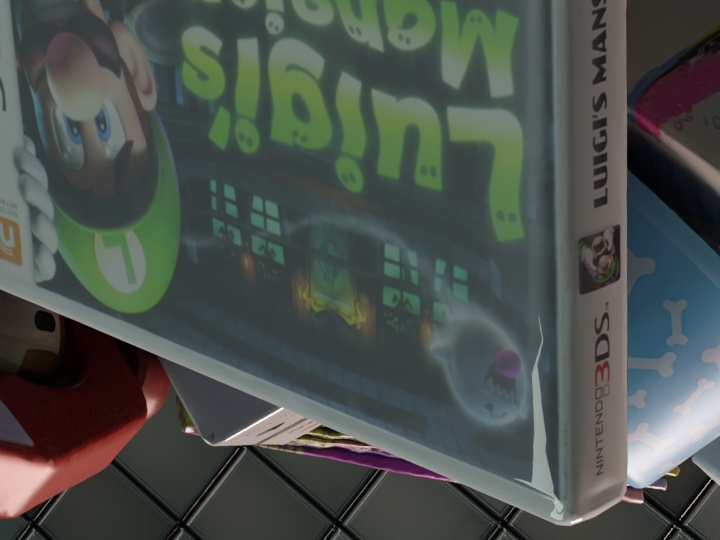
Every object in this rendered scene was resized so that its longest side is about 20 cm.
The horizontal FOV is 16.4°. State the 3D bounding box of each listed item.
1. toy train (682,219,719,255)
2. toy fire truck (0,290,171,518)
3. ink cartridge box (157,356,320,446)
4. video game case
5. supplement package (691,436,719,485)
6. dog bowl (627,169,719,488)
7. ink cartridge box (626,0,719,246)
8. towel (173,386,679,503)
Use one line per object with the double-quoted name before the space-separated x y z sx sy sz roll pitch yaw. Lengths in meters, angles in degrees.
"toy train" 0.081 -0.047 0.705 0.114 0.085 0.200 51 -179 -8
"toy fire truck" -0.128 -0.013 0.713 0.168 0.112 0.200 16 -148 -51
"ink cartridge box" 0.000 0.000 0.794 0.068 0.116 0.200 60 -177 5
"video game case" -0.025 -0.060 0.521 0.023 0.182 0.200 -21 -152 -39
"supplement package" 0.217 0.085 0.657 0.156 0.111 0.200 38 180 -44
"dog bowl" 0.017 -0.025 0.585 0.200 0.050 0.111 44 -178 28
"ink cartridge box" 0.081 -0.050 0.547 0.200 0.068 0.116 37 179 14
"towel" 0.017 0.020 0.945 0.200 0.023 0.144 10 -139 -25
